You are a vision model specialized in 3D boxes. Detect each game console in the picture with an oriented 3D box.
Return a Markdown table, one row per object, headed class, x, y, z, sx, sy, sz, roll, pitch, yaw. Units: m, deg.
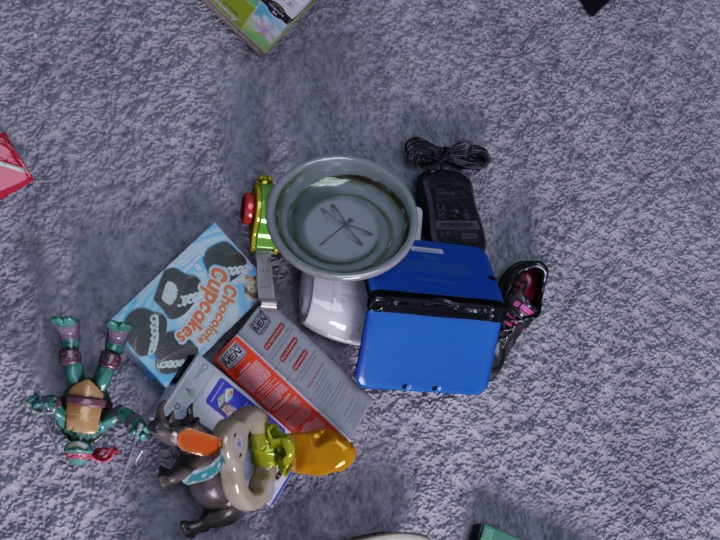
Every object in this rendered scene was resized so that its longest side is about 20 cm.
| class | x | y | z | sx | sy | sz | roll | pitch | yaw |
| --- | --- | --- | --- | --- | --- | --- | --- | --- | --- |
| game console | 0.082 | 0.059 | 1.681 | 0.197 | 0.119 | 0.172 | 6 | 45 | -23 |

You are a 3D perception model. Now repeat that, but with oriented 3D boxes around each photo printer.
| class | x | y | z | sx | sy | sz | roll | pitch | yaw |
| --- | --- | --- | --- | --- | --- | --- | --- | --- | --- |
| photo printer | 0.000 | 0.000 | 1.708 | 0.164 | 0.069 | 0.203 | 10 | 74 | -20 |

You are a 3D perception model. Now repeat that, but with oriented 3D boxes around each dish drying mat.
| class | x | y | z | sx | sy | sz | roll | pitch | yaw |
| --- | --- | --- | --- | --- | --- | --- | --- | --- | --- |
| dish drying mat | -0.513 | -0.098 | 1.568 | 0.199 | 0.018 | 0.077 | -32 | 90 | -24 |

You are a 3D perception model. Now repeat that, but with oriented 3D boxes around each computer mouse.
| class | x | y | z | sx | sy | sz | roll | pitch | yaw |
| --- | --- | --- | --- | --- | --- | --- | --- | --- | --- |
| computer mouse | 0.127 | -0.087 | 1.792 | 0.136 | 0.053 | 0.203 | 5 | 65 | -22 |

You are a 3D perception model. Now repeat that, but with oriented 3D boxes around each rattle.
| class | x | y | z | sx | sy | sz | roll | pitch | yaw |
| --- | --- | --- | --- | --- | --- | --- | --- | --- | --- |
| rattle | -0.111 | 0.222 | 1.487 | 0.141 | 0.200 | 0.132 | 15 | 75 | 23 |

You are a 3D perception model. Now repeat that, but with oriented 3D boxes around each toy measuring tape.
| class | x | y | z | sx | sy | sz | roll | pitch | yaw |
| --- | --- | --- | --- | --- | --- | --- | --- | --- | --- |
| toy measuring tape | -0.121 | -0.049 | 1.647 | 0.072 | 0.074 | 0.202 | 7 | 54 | -18 |

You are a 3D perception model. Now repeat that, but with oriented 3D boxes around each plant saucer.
| class | x | y | z | sx | sy | sz | roll | pitch | yaw |
| --- | --- | --- | --- | --- | --- | --- | --- | --- | --- |
| plant saucer | -0.025 | -0.059 | 1.628 | 0.197 | 0.051 | 0.202 | 3 | 54 | -4 |

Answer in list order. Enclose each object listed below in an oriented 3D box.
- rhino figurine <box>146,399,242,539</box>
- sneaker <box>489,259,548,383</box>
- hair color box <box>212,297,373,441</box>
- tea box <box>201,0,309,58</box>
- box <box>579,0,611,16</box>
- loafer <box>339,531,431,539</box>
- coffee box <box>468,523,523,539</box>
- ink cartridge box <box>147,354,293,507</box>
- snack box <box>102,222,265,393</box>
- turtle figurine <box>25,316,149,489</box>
| class | x | y | z | sx | sy | sz | roll | pitch | yaw |
| --- | --- | --- | --- | --- | --- | --- | --- | --- | --- |
| rhino figurine | -0.203 | 0.238 | 1.531 | 0.086 | 0.060 | 0.202 | -22 | 115 | -6 |
| sneaker | 0.204 | 0.063 | 1.761 | 0.076 | 0.084 | 0.202 | 31 | 68 | -10 |
| hair color box | -0.085 | 0.141 | 1.625 | 0.200 | 0.061 | 0.102 | 44 | 33 | -6 |
| tea box | -0.097 | -0.429 | 1.707 | 0.133 | 0.197 | 0.201 | 41 | 66 | -7 |
| box | 0.364 | -0.526 | 1.971 | 0.141 | 0.079 | 0.201 | -39 | 92 | -27 |
| loafer | -0.002 | 0.377 | 1.618 | 0.197 | 0.076 | 0.069 | -5 | 80 | -12 |
| coffee box | 0.228 | 0.436 | 1.701 | 0.198 | 0.044 | 0.125 | 23 | 71 | -13 |
| ink cartridge box | -0.166 | 0.205 | 1.600 | 0.200 | 0.039 | 0.100 | 42 | 67 | -20 |
| snack box | -0.222 | 0.047 | 1.630 | 0.116 | 0.037 | 0.200 | 47 | 66 | -6 |
| turtle figurine | -0.335 | 0.161 | 1.527 | 0.148 | 0.100 | 0.203 | 8 | 78 | -25 |
